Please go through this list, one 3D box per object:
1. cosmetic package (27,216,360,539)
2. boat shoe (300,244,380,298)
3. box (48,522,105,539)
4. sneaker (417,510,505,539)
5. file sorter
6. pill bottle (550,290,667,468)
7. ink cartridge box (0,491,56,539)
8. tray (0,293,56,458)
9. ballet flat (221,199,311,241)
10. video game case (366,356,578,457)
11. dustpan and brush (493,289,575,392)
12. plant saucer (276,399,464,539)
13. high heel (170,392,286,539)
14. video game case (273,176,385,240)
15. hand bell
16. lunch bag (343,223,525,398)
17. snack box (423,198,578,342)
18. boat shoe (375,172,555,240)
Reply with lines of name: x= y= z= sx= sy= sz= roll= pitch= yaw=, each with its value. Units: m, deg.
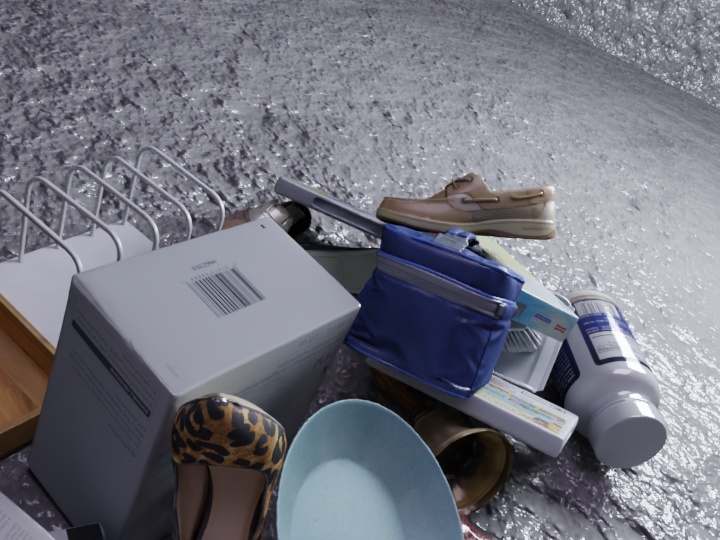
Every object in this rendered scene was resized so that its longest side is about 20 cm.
cosmetic package: x=-0.131 y=0.091 z=0.647 sx=0.123 sy=0.202 sz=0.198 roll=42 pitch=36 yaw=20
boat shoe: x=0.000 y=0.000 z=0.982 sx=0.197 sy=0.074 sz=0.062 roll=4 pitch=15 yaw=-21
box: x=-0.256 y=0.225 z=0.513 sx=0.197 sy=0.050 sz=0.083 roll=-1 pitch=41 yaw=-34
sneaker: x=0.100 y=0.254 z=0.692 sx=0.097 sy=0.071 sz=0.201 roll=-14 pitch=51 yaw=-45
file sorter: x=-0.252 y=-0.025 z=0.803 sx=0.138 sy=0.126 sz=0.199 roll=35 pitch=34 yaw=17
pill bottle: x=0.283 y=0.126 z=0.959 sx=0.109 sy=0.112 sz=0.201 roll=14 pitch=34 yaw=-16
ink cartridge box: x=-0.222 y=0.232 z=0.467 sx=0.201 sy=0.050 sz=0.163 roll=52 pitch=44 yaw=-20
tray: x=-0.332 y=0.068 z=0.698 sx=0.199 sy=0.037 sz=0.098 roll=37 pitch=35 yaw=20
ballet flat: x=-0.103 y=-0.053 z=0.939 sx=0.068 sy=0.067 sz=0.200 roll=52 pitch=16 yaw=-2
video game case: x=0.121 y=0.124 z=0.835 sx=0.198 sy=0.023 sz=0.182 roll=25 pitch=5 yaw=19
dustpan and brush: x=0.140 y=0.063 z=0.983 sx=0.197 sy=0.058 sz=0.140 roll=5 pitch=48 yaw=35
plant saucer: x=0.003 y=0.199 z=0.600 sx=0.200 sy=0.038 sz=0.204 roll=30 pitch=47 yaw=-36
high heel: x=-0.090 y=0.165 z=0.503 sx=0.070 sy=0.201 sz=0.145 roll=8 pitch=61 yaw=-1
video game case: x=-0.001 y=-0.062 z=0.984 sx=0.180 sy=0.022 sz=0.200 roll=25 pitch=5 yaw=6
hand bell: x=0.058 y=0.144 z=0.829 sx=0.103 sy=0.106 sz=0.200 roll=4 pitch=25 yaw=-28
lunch bag: x=0.080 y=0.027 z=0.773 sx=0.134 sy=0.134 sz=0.200 roll=23 pitch=5 yaw=14
snack box: x=0.150 y=-0.003 z=0.938 sx=0.115 sy=0.037 sz=0.200 roll=24 pitch=18 yaw=-40
boat shoe: x=0.113 y=-0.070 z=0.871 sx=0.196 sy=0.066 sz=0.071 roll=3 pitch=3 yaw=-13
